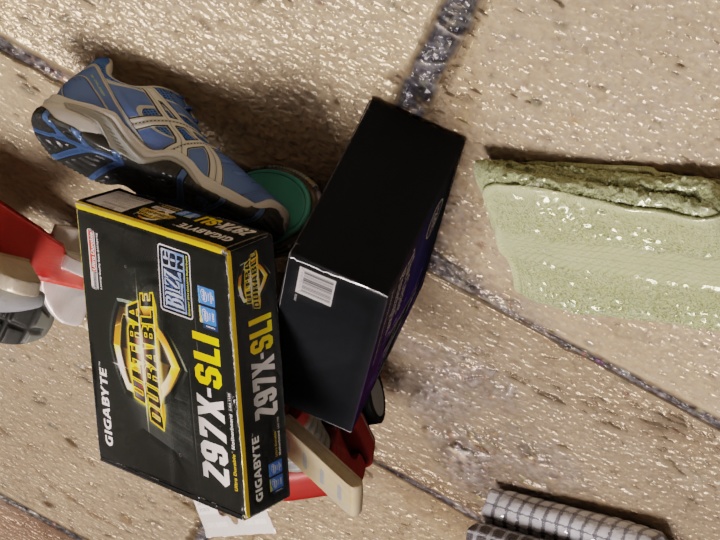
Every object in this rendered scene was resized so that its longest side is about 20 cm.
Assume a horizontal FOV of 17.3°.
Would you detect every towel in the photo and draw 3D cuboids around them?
[{"bbox_3d":[0.187,0.278,1.976,0.165,0.086,0.201,10,145,29],"label":"towel"},{"bbox_3d":[0.177,-0.015,1.589,0.199,0.037,0.149,7,145,31],"label":"towel"}]

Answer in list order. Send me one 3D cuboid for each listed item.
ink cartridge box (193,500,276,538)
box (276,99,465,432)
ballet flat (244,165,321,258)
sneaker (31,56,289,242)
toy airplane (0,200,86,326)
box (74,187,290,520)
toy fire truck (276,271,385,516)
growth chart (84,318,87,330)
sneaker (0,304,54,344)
[{"bbox_3d":[-0.107,0.094,1.745,0.201,0.050,0.161,68,158,-2],"label":"ink cartridge box"},{"bbox_3d":[0.000,0.000,1.650,0.078,0.142,0.200,21,150,4],"label":"box"},{"bbox_3d":[-0.085,-0.037,1.751,0.199,0.072,0.072,-5,137,43],"label":"ballet flat"},{"bbox_3d":[-0.133,-0.086,1.673,0.199,0.077,0.076,30,153,8],"label":"sneaker"},{"bbox_3d":[-0.300,-0.010,1.869,0.199,0.142,0.200,34,176,22],"label":"toy airplane"},{"bbox_3d":[-0.124,0.056,1.642,0.159,0.049,0.201,16,118,40],"label":"box"},{"bbox_3d":[-0.039,0.121,1.790,0.128,0.201,0.177,-9,134,16],"label":"toy fire truck"},{"bbox_3d":[-0.106,0.070,1.906,0.199,0.018,0.145,-12,134,23],"label":"growth chart"},{"bbox_3d":[-0.353,-0.001,2.022,0.199,0.076,0.079,27,-179,-13],"label":"sneaker"}]
